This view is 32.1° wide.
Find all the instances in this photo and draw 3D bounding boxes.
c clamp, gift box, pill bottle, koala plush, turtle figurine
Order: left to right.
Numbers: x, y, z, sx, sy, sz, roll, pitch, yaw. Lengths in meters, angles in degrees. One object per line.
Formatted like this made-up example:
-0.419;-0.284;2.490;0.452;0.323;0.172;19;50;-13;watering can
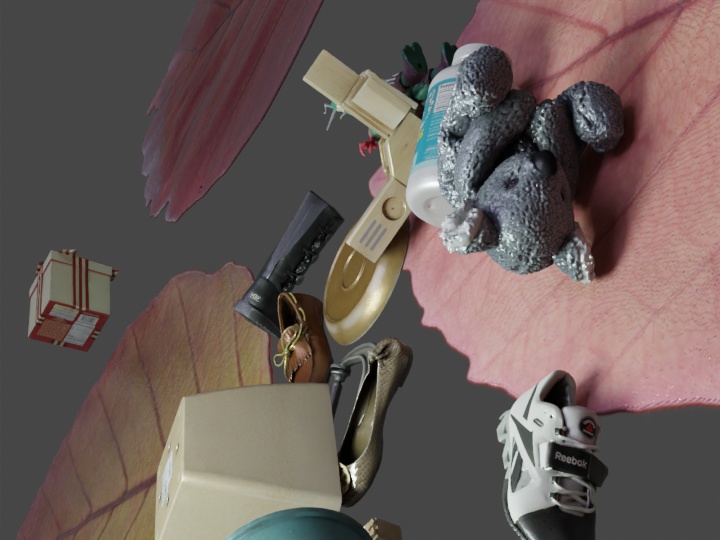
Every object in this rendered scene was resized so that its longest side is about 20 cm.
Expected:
-0.705;0.061;3.086;0.200;0.184;0.188;-47;37;34;gift box
-0.031;0.184;1.542;0.171;0.027;0.201;-12;58;65;c clamp
0.048;-0.231;1.685;0.149;0.101;0.200;-31;-5;-41;turtle figurine
0.121;-0.153;1.403;0.111;0.110;0.201;-30;41;57;pill bottle
0.153;-0.072;1.189;0.201;0.176;0.184;-92;21;-47;koala plush

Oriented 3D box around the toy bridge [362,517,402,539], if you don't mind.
-0.035;0.332;1.346;0.200;0.067;0.027;-52;26;33;toy bridge

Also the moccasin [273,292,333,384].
-0.082;0.100;1.672;0.074;0.077;0.202;-52;29;35;moccasin

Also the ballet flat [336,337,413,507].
0.005;0.171;1.430;0.067;0.046;0.201;11;78;53;ballet flat

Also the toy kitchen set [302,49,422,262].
-0.010;-0.138;1.497;0.181;0.199;0.163;-55;7;2;toy kitchen set

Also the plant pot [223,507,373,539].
-0.044;0.366;1.189;0.201;0.199;0.196;-60;30;16;plant pot

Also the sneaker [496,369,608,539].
0.164;0.159;1.033;0.089;0.074;0.201;-57;24;29;sneaker

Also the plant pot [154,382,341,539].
-0.142;0.253;1.475;0.200;0.176;0.201;-100;28;-52;plant pot

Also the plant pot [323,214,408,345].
0.000;0.000;1.654;0.200;0.027;0.201;-51;27;38;plant pot

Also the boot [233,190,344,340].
-0.095;-0.004;1.814;0.201;0.065;0.165;-60;-11;-7;boot
